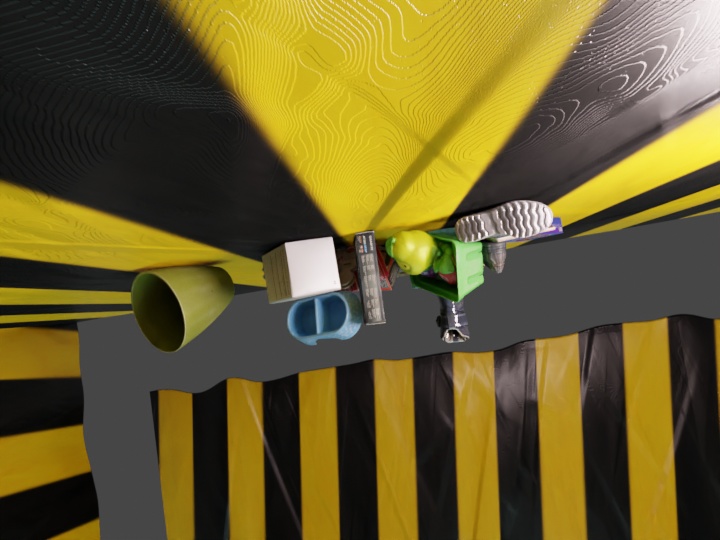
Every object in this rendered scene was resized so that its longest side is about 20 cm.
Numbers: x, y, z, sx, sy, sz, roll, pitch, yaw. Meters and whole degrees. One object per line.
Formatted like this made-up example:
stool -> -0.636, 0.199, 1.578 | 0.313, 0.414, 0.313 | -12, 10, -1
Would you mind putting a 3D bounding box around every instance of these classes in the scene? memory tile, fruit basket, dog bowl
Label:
memory tile -> -0.097, 0.002, 1.430 | 0.196, 0.155, 0.017 | -11, 131, 22
fruit basket -> 0.149, -0.021, 1.251 | 0.210, 0.159, 0.216 | -6, -165, 2
dog bowl -> -0.089, 0.108, 1.297 | 0.196, 0.114, 0.049 | -13, 164, 30

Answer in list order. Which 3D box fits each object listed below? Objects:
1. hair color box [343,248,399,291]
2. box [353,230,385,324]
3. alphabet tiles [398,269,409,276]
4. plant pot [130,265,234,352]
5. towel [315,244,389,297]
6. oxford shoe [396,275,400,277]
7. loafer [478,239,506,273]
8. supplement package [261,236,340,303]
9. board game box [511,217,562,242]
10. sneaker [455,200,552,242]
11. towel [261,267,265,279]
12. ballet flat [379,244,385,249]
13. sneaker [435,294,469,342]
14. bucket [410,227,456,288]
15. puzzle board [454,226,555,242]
hair color box -> 0.000, 0.000, 1.487 | 0.196, 0.062, 0.103 | -3, -138, 27
box -> 0.018, 0.021, 1.287 | 0.045, 0.205, 0.159 | -7, 176, -2
alphabet tiles -> 0.064, 0.006, 1.615 | 0.196, 0.008, 0.166 | -10, 168, 30
plant pot -> -0.398, 0.064, 1.317 | 0.184, 0.191, 0.199 | -11, -169, 36
towel -> -0.032, 0.007, 1.426 | 0.196, 0.023, 0.146 | -22, -142, 3
oxford shoe -> 0.114, -0.016, 1.680 | 0.074, 0.071, 0.200 | -42, 167, -11
loafer -> 0.282, -0.047, 1.302 | 0.071, 0.074, 0.200 | -8, -167, -2
supplement package -> -0.139, 0.003, 1.269 | 0.114, 0.120, 0.199 | -8, 177, -26
board game box -> 0.456, -0.112, 1.568 | 0.197, 0.046, 0.133 | -6, 175, -42
sneaker -> 0.298, -0.109, 1.163 | 0.196, 0.077, 0.082 | -5, -166, 25
towel -> -0.188, -0.003, 1.666 | 0.167, 0.049, 0.200 | -6, 177, 9
ballet flat -> 0.083, -0.048, 1.546 | 0.195, 0.069, 0.076 | -7, 161, -1
sneaker -> 0.234, 0.106, 1.427 | 0.075, 0.150, 0.202 | -10, 177, 15
bucket -> 0.218, -0.032, 1.476 | 0.202, 0.138, 0.207 | -9, 177, 0
puzzle board -> 0.327, -0.099, 1.291 | 0.147, 0.018, 0.200 | -12, -166, -15
